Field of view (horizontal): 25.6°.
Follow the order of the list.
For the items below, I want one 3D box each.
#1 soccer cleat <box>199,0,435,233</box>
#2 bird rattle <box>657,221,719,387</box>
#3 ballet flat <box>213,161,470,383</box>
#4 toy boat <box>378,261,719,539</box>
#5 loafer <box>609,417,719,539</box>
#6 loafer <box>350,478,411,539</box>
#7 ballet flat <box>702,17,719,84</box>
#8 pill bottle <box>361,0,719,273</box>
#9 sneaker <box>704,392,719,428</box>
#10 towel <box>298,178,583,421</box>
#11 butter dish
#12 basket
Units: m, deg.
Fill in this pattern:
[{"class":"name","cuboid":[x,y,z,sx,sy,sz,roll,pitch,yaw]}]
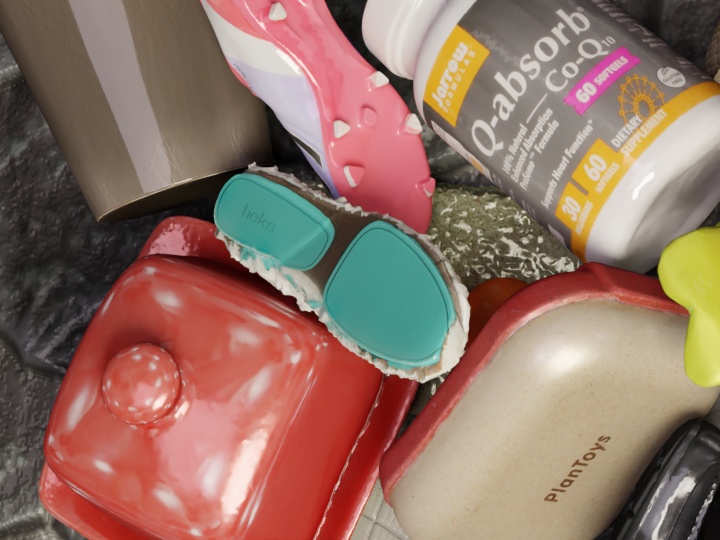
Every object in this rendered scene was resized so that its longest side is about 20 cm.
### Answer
[{"class":"soccer cleat","cuboid":[-0.026,-0.098,0.890,0.200,0.067,0.076,57,153,-14]},{"class":"bird rattle","cuboid":[0.229,-0.031,0.714,0.162,0.113,0.201,27,116,-2]},{"class":"ballet flat","cuboid":[0.000,0.000,0.836,0.200,0.072,0.072,37,106,42]},{"class":"toy boat","cuboid":[0.086,0.059,0.830,0.200,0.130,0.131,-56,35,33]},{"class":"loafer","cuboid":[0.146,0.169,0.778,0.070,0.068,0.201,22,105,12]},{"class":"loafer","cuboid":[-0.017,0.146,0.944,0.199,0.063,0.072,24,81,19]},{"class":"ballet flat","cuboid":[0.236,-0.156,0.827,0.067,0.046,0.201,35,104,21]},{"class":"pill bottle","cuboid":[0.100,-0.097,0.848,0.200,0.116,0.117,43,107,24]},{"class":"sneaker","cuboid":[0.236,0.066,0.824,0.199,0.075,0.082,-12,92,35]},{"class":"towel","cuboid":[0.042,0.019,0.923,0.199,0.036,0.149,7,93,24]},{"class":"butter dish","cuboid":[-0.093,0.073,0.868,0.199,0.148,0.201,24,85,22]},{"class":"basket","cuboid":[-0.135,-0.140,0.949,0.179,0.136,0.201,-17,88,0]}]
